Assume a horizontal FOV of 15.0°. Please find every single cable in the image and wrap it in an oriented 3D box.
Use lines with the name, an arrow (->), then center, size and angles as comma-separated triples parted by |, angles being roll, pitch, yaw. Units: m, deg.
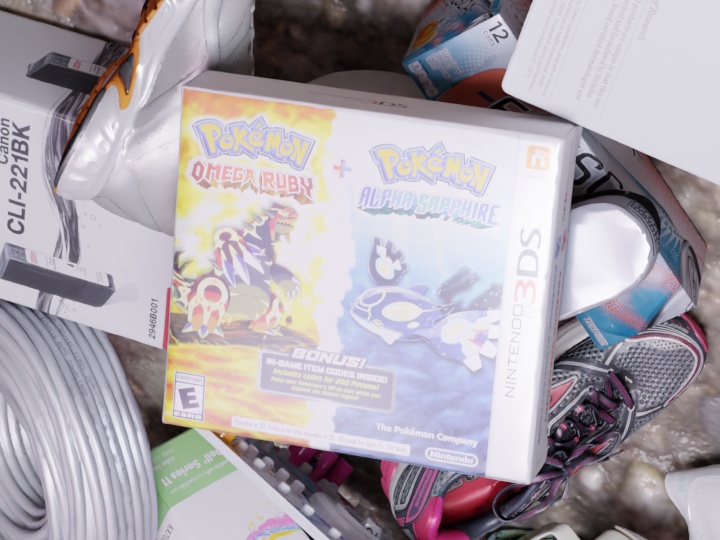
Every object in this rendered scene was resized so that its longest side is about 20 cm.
cable -> -0.188, 0.102, 1.635 | 0.200, 0.069, 0.200 | 64, 150, 12

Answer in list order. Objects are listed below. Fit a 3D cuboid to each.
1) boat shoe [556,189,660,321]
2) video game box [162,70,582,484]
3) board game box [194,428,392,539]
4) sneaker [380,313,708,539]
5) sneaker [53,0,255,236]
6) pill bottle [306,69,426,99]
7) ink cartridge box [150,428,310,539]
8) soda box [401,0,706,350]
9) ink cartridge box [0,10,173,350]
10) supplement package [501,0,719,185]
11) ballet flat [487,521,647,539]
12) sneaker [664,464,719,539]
boat shoe -> 0.066, 0.010, 1.419 | 0.199, 0.057, 0.069 | -20, 98, 20
video game box -> 0.003, 0.003, 1.381 | 0.199, 0.047, 0.183 | 8, 105, 13
board game box -> 0.004, 0.145, 1.546 | 0.200, 0.200, 0.026 | 40, 92, 23
sneaker -> 0.109, 0.093, 1.521 | 0.200, 0.075, 0.081 | -34, 116, 4
sneaker -> -0.078, -0.107, 1.431 | 0.092, 0.076, 0.200 | 28, 113, -12
pill bottle -> 0.000, 0.000, 1.510 | 0.112, 0.113, 0.200 | 16, 129, 11
ink cartridge box -> -0.068, 0.204, 1.651 | 0.200, 0.067, 0.117 | 51, 147, 18
soda box -> 0.105, -0.060, 1.448 | 0.063, 0.068, 0.200 | -27, 112, 26
ink cartridge box -> -0.143, -0.047, 1.554 | 0.199, 0.084, 0.145 | 17, 128, 11
supplement package -> 0.190, -0.120, 1.340 | 0.199, 0.117, 0.118 | 24, 130, 6
ballet flat -> 0.136, 0.179, 1.579 | 0.200, 0.074, 0.074 | -5, 125, 53
sneaker -> 0.221, 0.198, 1.599 | 0.088, 0.075, 0.201 | 6, 119, 31
